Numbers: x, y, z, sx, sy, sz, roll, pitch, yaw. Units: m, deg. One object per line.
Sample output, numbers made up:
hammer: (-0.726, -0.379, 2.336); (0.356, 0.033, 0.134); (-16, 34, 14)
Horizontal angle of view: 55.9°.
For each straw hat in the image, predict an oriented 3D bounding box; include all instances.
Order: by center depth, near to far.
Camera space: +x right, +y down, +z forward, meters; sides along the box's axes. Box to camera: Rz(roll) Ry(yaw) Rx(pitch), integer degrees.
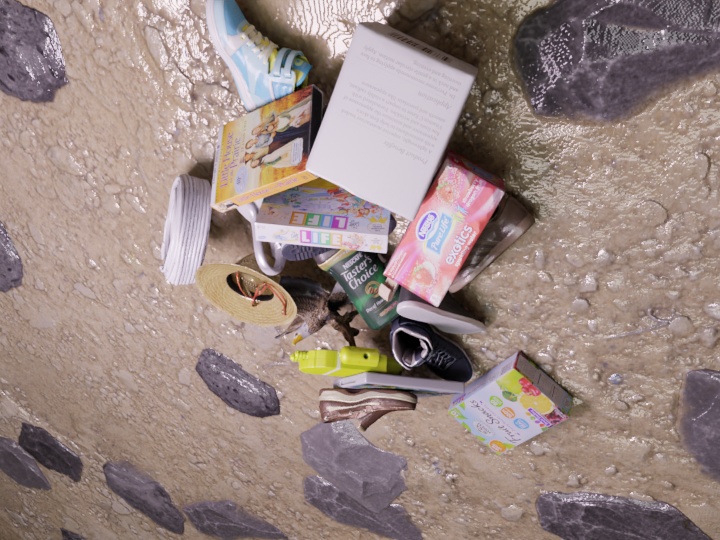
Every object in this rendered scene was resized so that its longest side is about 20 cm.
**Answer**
straw hat: (-0.191, 0.015, 1.229); (0.197, 0.086, 0.203); (15, 147, 10)

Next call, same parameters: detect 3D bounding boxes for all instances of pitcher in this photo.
pitcher: (-0.162, -0.109, 1.152); (0.119, 0.173, 0.202); (-13, 120, 24)

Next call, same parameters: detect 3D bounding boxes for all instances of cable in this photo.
cable: (-0.320, -0.073, 1.251); (0.068, 0.200, 0.204); (8, 104, -21)

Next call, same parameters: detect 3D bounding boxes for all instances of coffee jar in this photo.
coffee jar: (0.000, 0.000, 1.201); (0.104, 0.086, 0.201); (-37, 105, 10)

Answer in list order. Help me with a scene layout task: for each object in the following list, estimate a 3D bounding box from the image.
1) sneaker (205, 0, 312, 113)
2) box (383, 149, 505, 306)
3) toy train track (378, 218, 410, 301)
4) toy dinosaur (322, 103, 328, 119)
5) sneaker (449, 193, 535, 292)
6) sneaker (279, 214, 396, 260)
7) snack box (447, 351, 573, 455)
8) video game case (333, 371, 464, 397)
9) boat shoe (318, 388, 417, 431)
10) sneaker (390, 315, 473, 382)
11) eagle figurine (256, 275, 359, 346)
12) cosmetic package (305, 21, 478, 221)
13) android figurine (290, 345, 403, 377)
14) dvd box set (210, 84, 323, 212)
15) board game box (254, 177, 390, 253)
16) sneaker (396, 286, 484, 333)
sneaker: (-0.143, -0.336, 1.033); (0.128, 0.080, 0.202); (0, 134, 29)
box: (0.125, -0.065, 1.021); (0.101, 0.095, 0.202); (30, 110, 2)
toy train track: (0.075, -0.042, 1.113); (0.114, 0.032, 0.203); (37, 110, 34)
toy dinosaur: (-0.018, -0.195, 1.093); (0.101, 0.077, 0.202); (14, 137, 32)
sneaker: (0.195, -0.046, 1.101); (0.076, 0.070, 0.200); (49, 128, 7)
sneaker: (-0.041, -0.080, 1.108); (0.196, 0.083, 0.071); (-11, 147, -14)
snack box: (0.280, 0.256, 1.287); (0.142, 0.053, 0.200); (40, 133, -5)
video game case: (0.068, 0.217, 1.277); (0.196, 0.022, 0.182); (9, 164, -19)
boat shoe: (0.013, 0.261, 1.263); (0.199, 0.077, 0.074); (-5, 163, 30)
sneaker: (0.128, 0.155, 1.218); (0.202, 0.146, 0.077); (42, 103, -9)
eagle figurine: (-0.100, 0.085, 1.300); (0.197, 0.150, 0.155); (15, 109, 37)
cosmetic package: (0.047, -0.208, 0.926); (0.162, 0.165, 0.203); (25, 112, 2)
android figurine: (-0.028, 0.167, 1.229); (0.196, 0.042, 0.182); (8, 164, -12)
dvd box set: (-0.144, -0.182, 1.029); (0.197, 0.149, 0.029); (-13, 154, 33)
board game box: (-0.051, -0.091, 1.039); (0.195, 0.136, 0.035); (6, 132, 2)
sneaker: (0.147, 0.047, 1.187); (0.198, 0.101, 0.070); (21, 152, -33)
